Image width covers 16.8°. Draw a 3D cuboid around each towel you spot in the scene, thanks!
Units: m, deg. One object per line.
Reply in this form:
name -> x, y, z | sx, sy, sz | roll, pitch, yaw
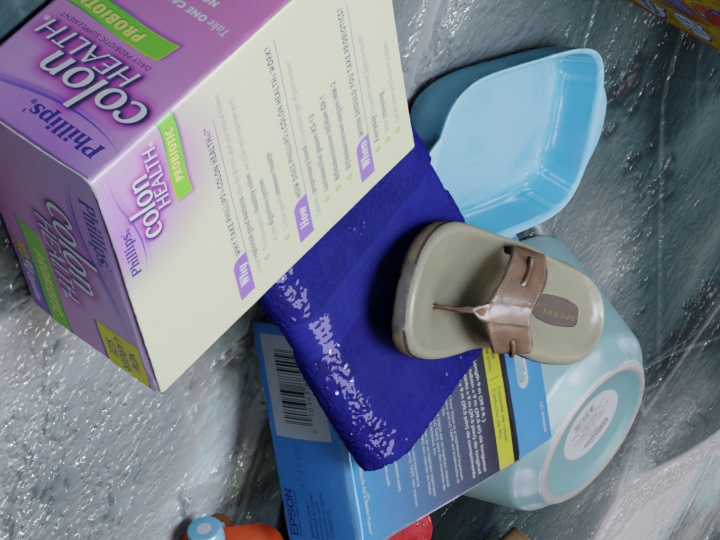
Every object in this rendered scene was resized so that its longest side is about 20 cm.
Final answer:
towel -> 0.000, 0.000, 1.387 | 0.148, 0.049, 0.200 | -51, 131, -27

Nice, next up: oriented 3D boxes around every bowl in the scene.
bowl -> 0.123, 0.088, 1.696 | 0.201, 0.105, 0.201 | -38, 147, -30

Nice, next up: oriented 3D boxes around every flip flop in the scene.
flip flop -> 0.088, 0.021, 1.409 | 0.200, 0.058, 0.081 | 13, 88, -49

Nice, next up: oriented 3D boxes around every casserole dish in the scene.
casserole dish -> 0.083, -0.079, 1.511 | 0.200, 0.039, 0.121 | -22, 129, -49

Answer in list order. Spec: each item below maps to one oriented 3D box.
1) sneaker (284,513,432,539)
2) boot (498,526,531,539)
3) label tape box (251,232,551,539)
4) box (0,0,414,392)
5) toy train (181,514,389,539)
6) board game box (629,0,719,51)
sneaker -> 0.004, 0.157, 1.641 | 0.116, 0.078, 0.200 | -49, 157, -53
boot -> 0.097, 0.292, 1.928 | 0.144, 0.071, 0.201 | -44, 148, -10
label tape box -> 0.030, 0.070, 1.509 | 0.200, 0.066, 0.144 | -26, 111, -47
box -> -0.079, -0.075, 1.201 | 0.200, 0.097, 0.176 | -45, 151, -22
toy train -> -0.041, 0.215, 1.560 | 0.150, 0.056, 0.200 | -12, 129, 6
board game box -> 0.256, -0.239, 1.454 | 0.200, 0.200, 0.200 | -57, 152, 0
